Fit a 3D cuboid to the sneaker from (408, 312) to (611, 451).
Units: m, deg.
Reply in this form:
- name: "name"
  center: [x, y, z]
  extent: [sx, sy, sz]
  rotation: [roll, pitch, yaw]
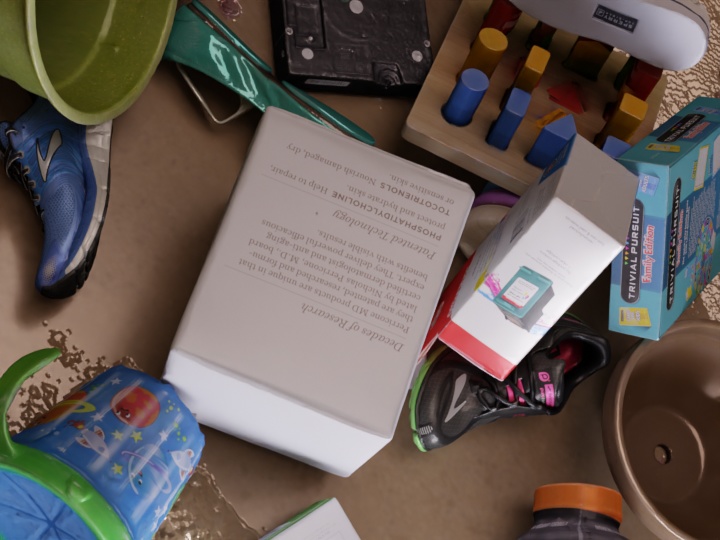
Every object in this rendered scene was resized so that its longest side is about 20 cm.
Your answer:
- name: "sneaker"
  center: [0.123, 0.087, 1.187]
  extent: [0.200, 0.084, 0.077]
  rotation: [-27, 113, -27]

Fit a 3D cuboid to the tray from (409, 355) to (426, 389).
- name: "tray"
  center: [0.000, 0.000, 1.205]
  extent: [0.107, 0.022, 0.200]
  rotation: [6, 70, -22]

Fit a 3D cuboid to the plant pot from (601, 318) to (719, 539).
- name: "plant pot"
  center: [0.279, 0.148, 1.237]
  extent: [0.200, 0.093, 0.201]
  rotation: [8, 71, -22]

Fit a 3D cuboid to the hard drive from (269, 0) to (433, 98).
- name: "hard drive"
  center: [-0.013, -0.252, 1.276]
  extent: [0.139, 0.038, 0.200]
  rotation: [0, 73, -24]

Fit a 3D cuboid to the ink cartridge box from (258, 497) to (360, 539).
- name: "ink cartridge box"
  center: [-0.018, 0.283, 1.079]
  extent: [0.104, 0.059, 0.200]
  rotation: [-29, 86, -28]

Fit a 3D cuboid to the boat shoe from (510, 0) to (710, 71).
- name: "boat shoe"
  center: [0.197, -0.235, 1.196]
  extent: [0.200, 0.071, 0.070]
  rotation: [25, 39, 4]

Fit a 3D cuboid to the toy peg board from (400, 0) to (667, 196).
- name: "toy peg board"
  center: [0.166, -0.165, 1.228]
  extent: [0.200, 0.098, 0.199]
  rotation: [25, 51, 0]

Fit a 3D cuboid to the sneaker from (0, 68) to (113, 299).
- name: "sneaker"
  center: [-0.236, -0.071, 1.104]
  extent: [0.089, 0.079, 0.200]
  rotation: [5, 62, -14]

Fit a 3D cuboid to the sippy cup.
- name: "sippy cup"
  center: [-0.183, 0.142, 1.023]
  extent: [0.139, 0.178, 0.130]
  rotation: [26, 48, 19]

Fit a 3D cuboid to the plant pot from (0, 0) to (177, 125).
- name: "plant pot"
  center: [-0.262, -0.223, 1.061]
  extent: [0.190, 0.200, 0.200]
  rotation: [14, 63, 19]

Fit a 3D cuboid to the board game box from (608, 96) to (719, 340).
- name: "board game box"
  center: [0.272, -0.050, 1.240]
  extent: [0.200, 0.047, 0.151]
  rotation: [-33, 128, -52]

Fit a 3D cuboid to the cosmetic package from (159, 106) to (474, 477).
- name: "cosmetic package"
  center: [-0.038, 0.022, 1.078]
  extent: [0.166, 0.167, 0.200]
  rotation: [22, 70, -5]

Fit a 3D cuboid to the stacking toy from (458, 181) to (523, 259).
- name: "stacking toy"
  center: [0.157, -0.089, 1.277]
  extent: [0.085, 0.085, 0.200]
  rotation: [35, 57, -9]

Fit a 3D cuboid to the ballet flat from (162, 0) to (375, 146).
- name: "ballet flat"
  center: [-0.082, -0.137, 1.191]
  extent: [0.200, 0.067, 0.070]
  rotation: [38, 99, 1]

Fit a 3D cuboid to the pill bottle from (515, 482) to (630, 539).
- name: "pill bottle"
  center: [0.167, 0.271, 1.139]
  extent: [0.106, 0.106, 0.200]
  rotation: [13, 67, -19]

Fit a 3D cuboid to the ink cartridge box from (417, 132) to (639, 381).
- name: "ink cartridge box"
  center: [0.128, 0.002, 1.143]
  extent: [0.067, 0.200, 0.116]
  rotation: [35, 34, -5]
